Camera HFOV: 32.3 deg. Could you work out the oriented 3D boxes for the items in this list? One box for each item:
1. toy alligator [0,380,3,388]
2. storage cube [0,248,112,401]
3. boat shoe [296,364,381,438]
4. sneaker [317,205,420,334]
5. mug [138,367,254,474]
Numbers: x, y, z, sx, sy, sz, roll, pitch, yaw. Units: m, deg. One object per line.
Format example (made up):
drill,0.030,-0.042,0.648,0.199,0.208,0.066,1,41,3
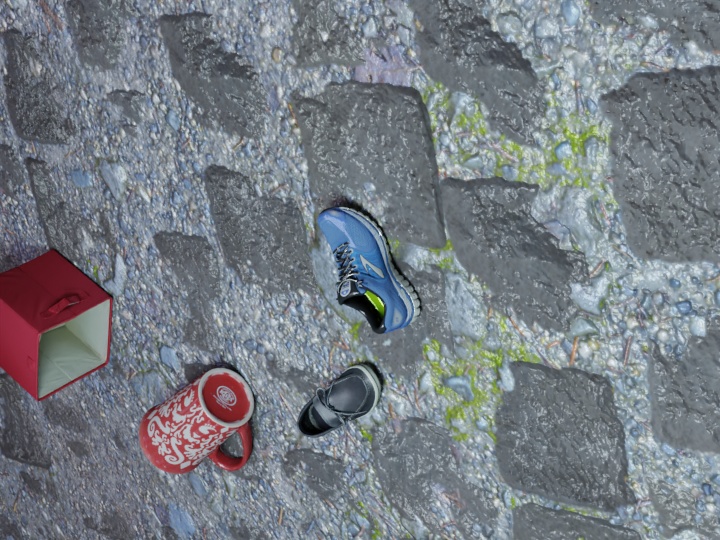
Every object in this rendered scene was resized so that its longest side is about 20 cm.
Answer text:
toy alligator,-0.812,0.160,2.668,0.054,0.059,0.200,-43,78,7
storage cube,-0.587,0.101,2.315,0.180,0.171,0.200,36,134,25
boat shoe,-0.035,0.206,1.910,0.075,0.062,0.200,56,138,6
sneaker,0.000,0.000,1.732,0.200,0.089,0.079,56,138,4
mug,-0.260,0.257,2.144,0.200,0.177,0.134,-39,47,45
